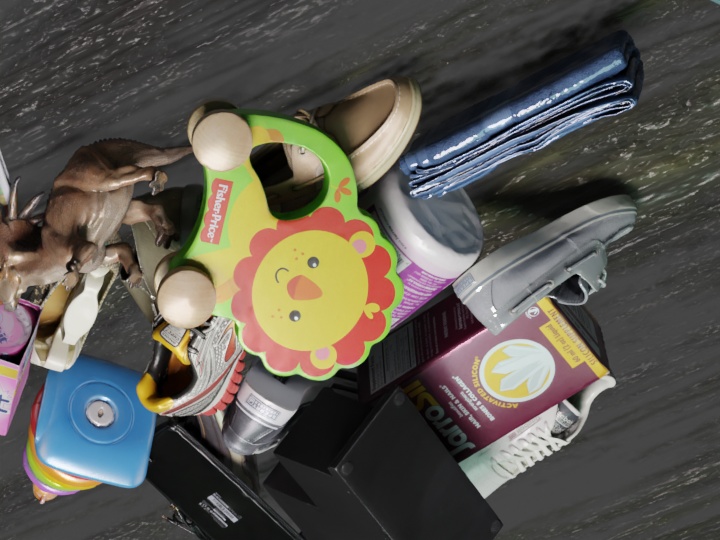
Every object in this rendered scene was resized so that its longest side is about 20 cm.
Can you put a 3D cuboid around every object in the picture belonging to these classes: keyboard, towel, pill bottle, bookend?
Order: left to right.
[{"bbox_3d":[-0.131,0.216,1.898,0.104,0.040,0.200,-34,108,34],"label":"keyboard"},{"bbox_3d":[-0.010,0.174,1.782,0.200,0.092,0.199,15,150,48],"label":"bookend"},{"bbox_3d":[0.000,0.000,1.710,0.112,0.112,0.200,25,130,-35],"label":"pill bottle"},{"bbox_3d":[0.130,-0.120,1.600,0.200,0.112,0.049,-27,101,19],"label":"towel"}]

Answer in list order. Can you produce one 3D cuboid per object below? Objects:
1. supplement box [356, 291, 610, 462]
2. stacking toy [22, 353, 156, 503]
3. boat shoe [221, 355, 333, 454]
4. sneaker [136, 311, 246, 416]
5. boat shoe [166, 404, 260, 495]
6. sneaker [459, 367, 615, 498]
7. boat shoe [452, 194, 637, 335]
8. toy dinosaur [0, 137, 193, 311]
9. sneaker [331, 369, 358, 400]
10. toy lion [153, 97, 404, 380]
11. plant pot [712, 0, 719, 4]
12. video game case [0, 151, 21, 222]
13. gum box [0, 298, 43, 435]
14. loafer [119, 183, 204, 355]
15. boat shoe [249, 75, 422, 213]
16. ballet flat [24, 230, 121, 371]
[{"bbox_3d":[0.107,0.083,1.818,0.200,0.086,0.110,-33,118,17],"label":"supplement box"},{"bbox_3d":[-0.270,0.167,1.886,0.109,0.116,0.200,18,149,-17],"label":"stacking toy"},{"bbox_3d":[-0.078,0.115,1.787,0.072,0.200,0.068,34,105,0],"label":"boat shoe"},{"bbox_3d":[-0.120,0.041,1.654,0.082,0.078,0.200,-9,129,-51],"label":"sneaker"},{"bbox_3d":[-0.144,0.158,1.905,0.073,0.075,0.200,-11,140,2],"label":"boat shoe"},{"bbox_3d":[0.150,0.147,1.887,0.200,0.080,0.076,-51,134,4],"label":"sneaker"},{"bbox_3d":[0.167,-0.001,1.713,0.201,0.072,0.070,-26,170,-33],"label":"boat shoe"},{"bbox_3d":[-0.224,-0.051,1.620,0.200,0.135,0.086,-52,149,-10],"label":"toy dinosaur"},{"bbox_3d":[0.016,0.157,1.948,0.200,0.075,0.115,21,141,-25],"label":"sneaker"},{"bbox_3d":[-0.056,-0.018,1.586,0.191,0.069,0.201,11,102,-12],"label":"toy lion"},{"bbox_3d":[0.309,-0.258,1.405,0.200,0.201,0.161,-34,148,27],"label":"plant pot"},{"bbox_3d":[-0.354,-0.073,1.626,0.143,0.017,0.200,-8,141,0],"label":"video game case"},{"bbox_3d":[-0.373,0.054,1.690,0.199,0.066,0.114,18,143,-4],"label":"gum box"},{"bbox_3d":[-0.166,0.000,1.721,0.069,0.075,0.200,8,134,1],"label":"loafer"},{"bbox_3d":[-0.034,-0.094,1.622,0.064,0.071,0.200,26,131,-36],"label":"boat shoe"},{"bbox_3d":[-0.252,0.038,1.735,0.068,0.075,0.200,8,138,-25],"label":"ballet flat"}]
